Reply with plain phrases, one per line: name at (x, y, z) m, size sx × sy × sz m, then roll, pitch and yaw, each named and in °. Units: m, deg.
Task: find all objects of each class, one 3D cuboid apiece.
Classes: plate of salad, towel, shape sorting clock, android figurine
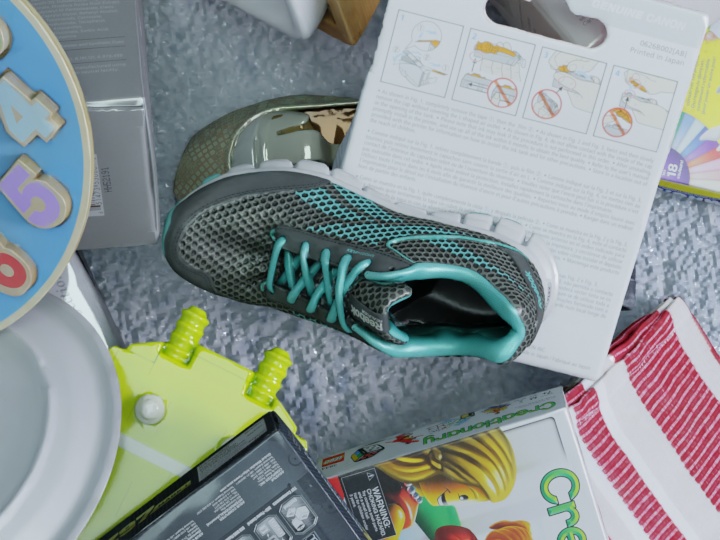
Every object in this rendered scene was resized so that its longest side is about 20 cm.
plate of salad at (-0.200, 0.092, 0.943) m, size 0.198 × 0.048 × 0.201 m, roll -10°, pitch 51°, yaw 12°
towel at (0.155, 0.116, 1.085) m, size 0.200 × 0.023 × 0.145 m, roll -37°, pitch 92°, yaw -39°
shape sorting clock at (-0.216, -0.055, 0.913) m, size 0.198 × 0.039 × 0.202 m, roll 4°, pitch 110°, yaw 11°
android figurine at (-0.101, 0.118, 0.987) m, size 0.181 × 0.041 × 0.201 m, roll 28°, pitch 87°, yaw -3°

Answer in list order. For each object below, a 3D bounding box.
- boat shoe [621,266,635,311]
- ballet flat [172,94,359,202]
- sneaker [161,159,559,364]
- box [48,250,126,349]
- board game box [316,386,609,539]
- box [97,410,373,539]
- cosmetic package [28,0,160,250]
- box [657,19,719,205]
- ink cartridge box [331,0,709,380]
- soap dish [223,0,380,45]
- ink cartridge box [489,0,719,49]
boat shoe at (0.055, 0.003, 1.119) m, size 0.198 × 0.072 × 0.069 m, roll -2°, pitch 85°, yaw -11°
ballet flat at (-0.008, -0.070, 1.111) m, size 0.198 × 0.062 × 0.068 m, roll -9°, pitch 83°, yaw 2°
sneaker at (0.000, 0.000, 0.989) m, size 0.198 × 0.091 × 0.078 m, roll 8°, pitch 110°, yaw 0°
box at (-0.198, 0.109, 1.065) m, size 0.199 × 0.131 × 0.200 m, roll -25°, pitch 89°, yaw -4°
board game box at (0.067, 0.169, 0.993) m, size 0.125 × 0.035 × 0.202 m, roll -17°, pitch 103°, yaw 6°
box at (-0.072, 0.187, 0.942) m, size 0.199 × 0.051 × 0.158 m, roll -37°, pitch 99°, yaw -1°
cosmetic package at (-0.148, -0.118, 1.022) m, size 0.089 × 0.107 × 0.201 m, roll -3°, pitch 53°, yaw -3°
box at (0.196, -0.098, 1.142) m, size 0.198 × 0.048 × 0.119 m, roll 14°, pitch 86°, yaw -4°
ink cartridge box at (0.070, -0.058, 1.040) m, size 0.161 × 0.050 × 0.202 m, roll 14°, pitch 107°, yaw -4°
soap dish at (-0.063, -0.227, 1.040) m, size 0.081 × 0.157 × 0.201 m, roll -37°, pitch 131°, yaw -18°
ink cartridge box at (0.115, -0.208, 1.094) m, size 0.145 × 0.085 × 0.201 m, roll -36°, pitch 69°, yaw -5°
